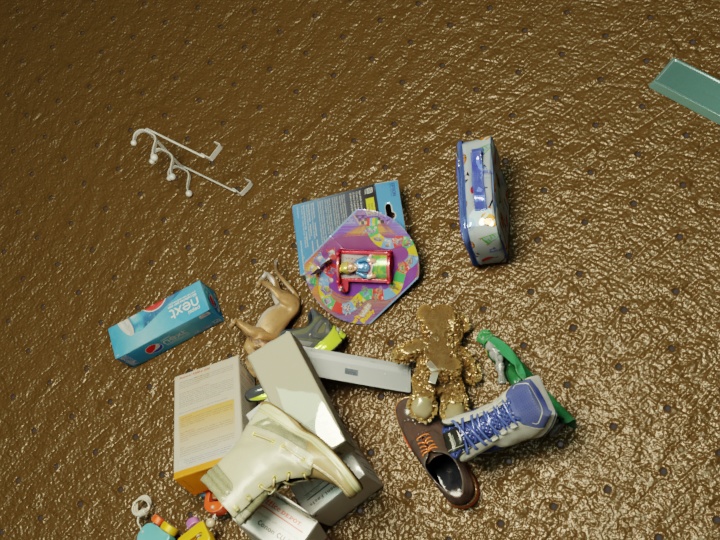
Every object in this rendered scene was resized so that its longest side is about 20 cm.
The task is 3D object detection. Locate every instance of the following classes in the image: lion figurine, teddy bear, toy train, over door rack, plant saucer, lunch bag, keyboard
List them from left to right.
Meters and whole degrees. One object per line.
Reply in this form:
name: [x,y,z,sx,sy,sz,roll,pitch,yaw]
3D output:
toy train: [-0.286,0.416,1.370,0.200,0.056,0.150,-18,49,16]
over door rack: [-0.329,-0.198,1.586,0.200,0.148,0.067,15,71,24]
lion figurine: [-0.153,0.089,1.446,0.122,0.072,0.200,33,72,-6]
keyboard: [-0.015,0.161,1.343,0.200,0.011,0.056,10,45,-5]
teddy bear: [0.124,0.154,1.319,0.145,0.067,0.200,-13,61,-4]
lunch bag: [0.200,-0.118,1.361,0.075,0.160,0.200,-8,67,15]
plant saucer: [0.588,-0.292,1.382,0.200,0.019,0.070,39,84,29]

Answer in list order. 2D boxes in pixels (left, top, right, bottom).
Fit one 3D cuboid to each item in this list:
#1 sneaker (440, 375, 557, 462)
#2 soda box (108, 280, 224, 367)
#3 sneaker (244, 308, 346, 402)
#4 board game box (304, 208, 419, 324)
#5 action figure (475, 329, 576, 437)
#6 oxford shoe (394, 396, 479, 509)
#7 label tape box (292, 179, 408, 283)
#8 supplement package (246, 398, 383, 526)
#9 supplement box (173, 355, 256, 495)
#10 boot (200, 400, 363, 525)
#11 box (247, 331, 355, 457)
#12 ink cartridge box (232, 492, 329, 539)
sneaker: [0.185,0.230,1.188,0.115,0.199,0.081,-12,68,-34]
soda box: [-0.359,0.100,1.518,0.200,0.064,0.068,-27,62,6]
sneaker: [-0.121,0.145,1.385,0.200,0.074,0.081,-41,92,-21]
board game box: [0.000,0.000,1.392,0.158,0.039,0.200,46,105,-1]
action figure: [0.241,0.165,1.272,0.055,0.118,0.200,-41,52,9]
oxford shoe: [0.114,0.272,1.276,0.071,0.073,0.200,-39,61,1]
label tape box: [-0.014,-0.067,1.470,0.200,0.066,0.144,-13,65,11]
supplement package: [-0.073,0.287,1.313,0.114,0.110,0.200,-37,61,0]
supplement box: [-0.241,0.258,1.381,0.126,0.074,0.200,-19,49,11]
boot: [-0.109,0.290,1.131,0.200,0.072,0.155,31,69,30]
box: [-0.090,0.200,1.251,0.082,0.068,0.200,-30,63,2]
ink cartridge box: [-0.114,0.390,1.228,0.116,0.200,0.068,24,63,26]
